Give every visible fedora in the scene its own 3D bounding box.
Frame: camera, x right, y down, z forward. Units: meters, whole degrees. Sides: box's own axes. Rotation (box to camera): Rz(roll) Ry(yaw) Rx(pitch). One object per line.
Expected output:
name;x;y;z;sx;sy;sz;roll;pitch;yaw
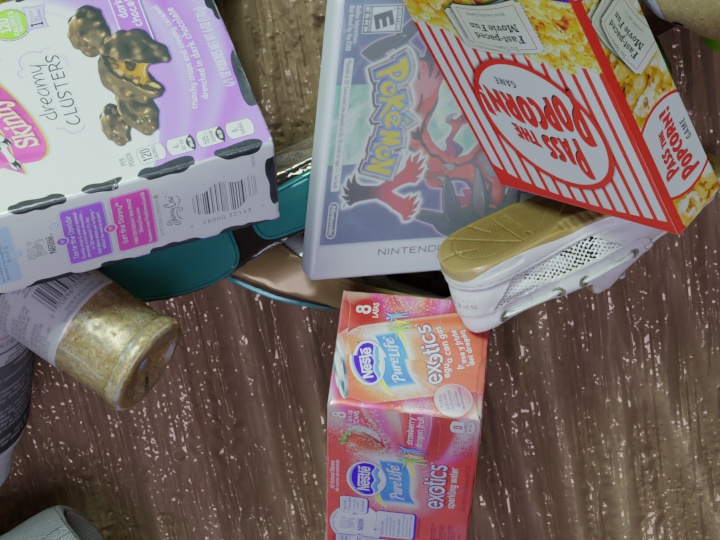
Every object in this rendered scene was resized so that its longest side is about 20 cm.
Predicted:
fedora;-0.209;0.244;1.472;0.090;0.177;0.200;-39;135;-11

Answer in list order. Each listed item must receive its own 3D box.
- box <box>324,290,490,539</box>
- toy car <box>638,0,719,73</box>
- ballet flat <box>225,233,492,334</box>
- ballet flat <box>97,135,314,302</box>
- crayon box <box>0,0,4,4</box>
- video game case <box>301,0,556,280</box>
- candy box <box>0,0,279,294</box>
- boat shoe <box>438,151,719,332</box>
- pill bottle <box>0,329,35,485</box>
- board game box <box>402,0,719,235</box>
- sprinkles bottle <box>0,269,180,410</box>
box;0.029;0.111;1.347;0.103;0.095;0.200;5;143;3
toy car;0.182;-0.170;1.139;0.158;0.200;0.164;-29;113;1
ballet flat;0.000;0.000;1.350;0.200;0.069;0.063;18;110;-15
ballet flat;-0.086;-0.037;1.307;0.200;0.067;0.068;-20;120;-9
crayon box;-0.220;-0.096;1.320;0.200;0.051;0.127;28;118;-11
video game case;0.059;-0.089;1.274;0.182;0.023;0.200;-4;121;-18
candy box;-0.167;-0.086;1.183;0.200;0.168;0.072;-16;143;-10
boat shoe;0.145;-0.019;1.290;0.200;0.071;0.069;-22;123;-12
pill bottle;-0.280;0.067;1.362;0.114;0.114;0.200;13;135;-1
board game box;0.110;-0.120;1.165;0.151;0.046;0.200;19;149;47
sprinkles bottle;-0.210;0.008;1.249;0.200;0.068;0.068;33;120;13
